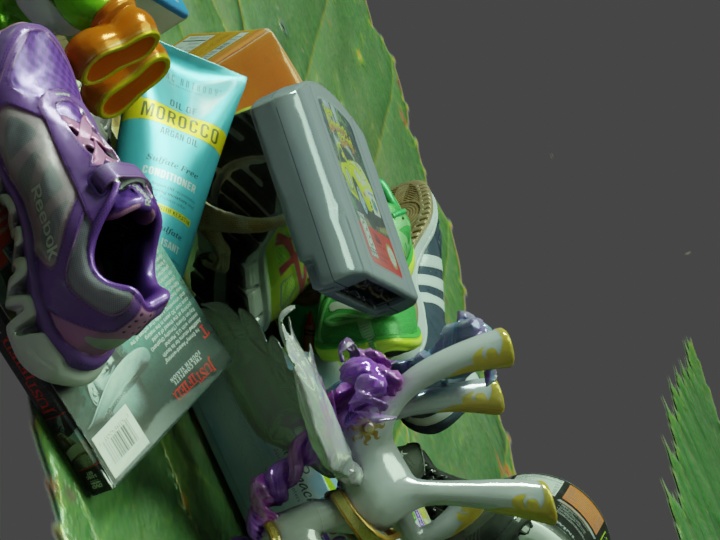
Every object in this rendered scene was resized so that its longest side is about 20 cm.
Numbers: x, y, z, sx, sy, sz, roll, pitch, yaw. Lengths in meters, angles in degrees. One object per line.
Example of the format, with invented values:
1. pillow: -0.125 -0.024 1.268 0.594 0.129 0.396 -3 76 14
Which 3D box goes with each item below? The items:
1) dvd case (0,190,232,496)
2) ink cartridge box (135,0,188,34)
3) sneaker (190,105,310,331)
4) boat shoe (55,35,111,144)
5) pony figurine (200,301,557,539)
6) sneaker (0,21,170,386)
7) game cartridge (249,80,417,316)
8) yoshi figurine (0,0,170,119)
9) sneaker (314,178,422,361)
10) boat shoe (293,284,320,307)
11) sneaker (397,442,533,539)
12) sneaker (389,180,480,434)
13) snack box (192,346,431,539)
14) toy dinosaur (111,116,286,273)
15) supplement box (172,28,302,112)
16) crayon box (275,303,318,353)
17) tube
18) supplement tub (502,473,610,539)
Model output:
1. dvd case: -0.159 0.005 1.502 0.200 0.022 0.146 57 37 -13
2. ink cartridge box: -0.211 -0.241 1.768 0.200 0.084 0.146 60 11 14
3. sneaker: -0.059 -0.042 1.769 0.078 0.090 0.200 43 -33 24
4. boat shoe: -0.181 -0.088 1.632 0.200 0.072 0.065 -84 149 -62
5. pony figurine: -0.002 0.098 1.605 0.167 0.200 0.193 -168 -118 -73
6. sneaker: -0.149 -0.043 1.449 0.080 0.088 0.200 4 68 -50
7. game cartridge: -0.015 -0.045 1.643 0.200 0.041 0.133 26 41 -77
8. yoshi figurine: -0.202 -0.177 1.553 0.112 0.112 0.200 -14 63 -53
9. sneaker: 0.000 0.000 1.810 0.200 0.074 0.084 -92 171 -64
10. boat shoe: -0.073 -0.045 1.938 0.200 0.072 0.068 -114 -174 -52
11. sneaker: 0.048 0.163 1.892 0.091 0.066 0.200 46 -16 -15
12. sneaker: 0.041 0.031 1.950 0.109 0.070 0.200 55 25 -33
13. snack box: -0.022 0.140 1.769 0.169 0.068 0.200 64 15 12
14. toy dinosaur: -0.116 -0.038 1.704 0.200 0.058 0.101 34 -36 38
15. supplement box: -0.098 -0.122 1.857 0.067 0.069 0.200 59 -11 -12
16. crayon box: -0.013 0.028 2.031 0.200 0.058 0.119 -71 138 -72
17. tube: -0.122 -0.047 1.626 0.077 0.050 0.200 25 58 -23
18. supplement tub: 0.124 0.222 2.047 0.123 0.122 0.200 62 13 1
